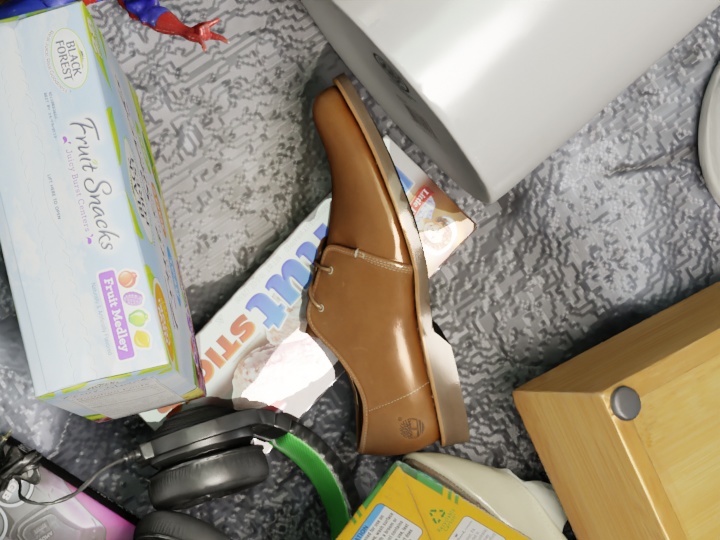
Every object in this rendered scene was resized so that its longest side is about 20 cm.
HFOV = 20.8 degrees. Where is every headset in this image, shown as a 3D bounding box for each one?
[{"bbox_3d":[-0.093,0.126,0.993,0.199,0.094,0.125,22,62,-28],"label":"headset"}]

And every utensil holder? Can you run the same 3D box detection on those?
[{"bbox_3d":[0.087,-0.158,0.998,0.200,0.170,0.170,-41,93,-4],"label":"utensil holder"}]

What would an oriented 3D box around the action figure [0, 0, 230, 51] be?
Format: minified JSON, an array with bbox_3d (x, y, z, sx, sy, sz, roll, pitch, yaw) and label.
[{"bbox_3d":[-0.148,-0.137,0.988,0.199,0.099,0.066,-24,120,-32],"label":"action figure"}]

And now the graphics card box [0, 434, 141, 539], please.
[{"bbox_3d":[-0.138,0.190,1.028,0.199,0.051,0.126,34,86,-4],"label":"graphics card box"}]

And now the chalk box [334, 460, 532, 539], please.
[{"bbox_3d":[0.039,0.212,0.984,0.123,0.201,0.125,29,65,20],"label":"chalk box"}]

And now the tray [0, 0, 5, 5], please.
[{"bbox_3d":[-0.215,-0.191,1.032,0.098,0.037,0.201,35,85,-4],"label":"tray"}]

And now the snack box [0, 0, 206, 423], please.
[{"bbox_3d":[-0.129,-0.019,0.944,0.067,0.200,0.170,-14,83,0],"label":"snack box"}]

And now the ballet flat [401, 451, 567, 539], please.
[{"bbox_3d":[0.104,0.158,1.054,0.069,0.069,0.200,-42,95,-5],"label":"ballet flat"}]

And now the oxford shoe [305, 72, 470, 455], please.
[{"bbox_3d":[0.000,0.000,1.011,0.071,0.071,0.202,-14,93,-1],"label":"oxford shoe"}]

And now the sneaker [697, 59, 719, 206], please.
[{"bbox_3d":[0.247,-0.122,1.053,0.075,0.088,0.201,27,87,-6],"label":"sneaker"}]

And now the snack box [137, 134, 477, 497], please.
[{"bbox_3d":[-0.030,0.024,1.054,0.072,0.024,0.200,43,86,-3],"label":"snack box"}]

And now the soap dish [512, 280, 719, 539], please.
[{"bbox_3d":[0.197,0.091,1.024,0.199,0.081,0.158,-25,90,-24],"label":"soap dish"}]
